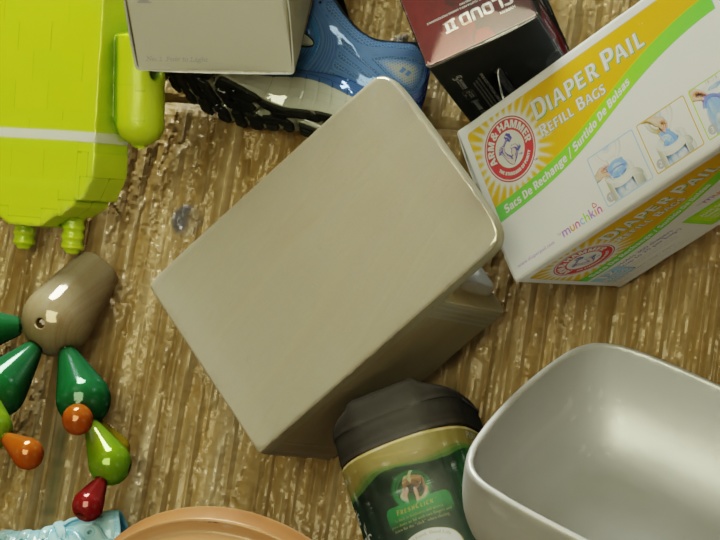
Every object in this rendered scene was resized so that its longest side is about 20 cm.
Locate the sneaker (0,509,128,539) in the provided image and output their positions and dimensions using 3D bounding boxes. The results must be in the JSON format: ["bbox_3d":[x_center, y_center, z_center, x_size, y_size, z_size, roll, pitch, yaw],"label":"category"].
[{"bbox_3d":[-0.179,0.178,1.715,0.199,0.074,0.082,22,82,8],"label":"sneaker"}]

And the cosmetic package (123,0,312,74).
[{"bbox_3d":[-0.076,-0.209,1.722,0.103,0.073,0.201,3,43,9],"label":"cosmetic package"}]

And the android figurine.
[{"bbox_3d":[-0.194,-0.112,1.770,0.181,0.041,0.202,3,92,41],"label":"android figurine"}]

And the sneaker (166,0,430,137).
[{"bbox_3d":[-0.046,-0.136,1.761,0.199,0.079,0.090,19,71,12],"label":"sneaker"}]

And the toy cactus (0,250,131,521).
[{"bbox_3d":[-0.205,0.064,1.747,0.199,0.103,0.165,23,62,30],"label":"toy cactus"}]

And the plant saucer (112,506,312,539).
[{"bbox_3d":[-0.078,0.233,1.631,0.199,0.032,0.202,6,114,14],"label":"plant saucer"}]

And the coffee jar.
[{"bbox_3d":[0.049,0.166,1.634,0.085,0.104,0.201,-20,71,12],"label":"coffee jar"}]

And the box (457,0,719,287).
[{"bbox_3d":[0.171,-0.080,1.619,0.200,0.112,0.102,-35,67,35],"label":"box"}]

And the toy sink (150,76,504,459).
[{"bbox_3d":[0.000,0.000,1.671,0.200,0.112,0.131,-42,69,16],"label":"toy sink"}]

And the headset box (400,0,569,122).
[{"bbox_3d":[0.062,-0.183,1.695,0.077,0.149,0.201,-23,72,9],"label":"headset box"}]

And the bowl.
[{"bbox_3d":[0.166,0.136,1.584,0.199,0.200,0.075,26,125,20],"label":"bowl"}]
